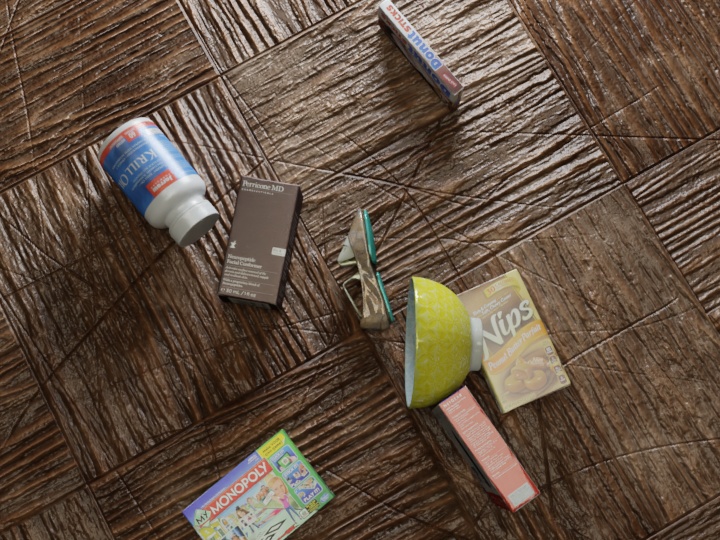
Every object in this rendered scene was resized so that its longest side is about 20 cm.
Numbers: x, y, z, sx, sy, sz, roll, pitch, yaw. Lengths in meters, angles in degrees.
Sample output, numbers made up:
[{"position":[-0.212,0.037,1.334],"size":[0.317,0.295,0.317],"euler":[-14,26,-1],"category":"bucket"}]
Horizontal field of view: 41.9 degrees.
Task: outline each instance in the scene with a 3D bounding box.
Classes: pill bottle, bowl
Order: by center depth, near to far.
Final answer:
[{"position":[0.127,0.111,1.421],"size":[0.107,0.200,0.201],"euler":[2,80,-2],"category":"bowl"},{"position":[-0.321,-0.139,1.516],"size":[0.112,0.112,0.200],"euler":[-41,81,-6],"category":"pill bottle"}]

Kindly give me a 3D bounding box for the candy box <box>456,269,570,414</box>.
[{"position":[0.235,0.113,1.489],"size":[0.115,0.055,0.200],"euler":[-23,80,-2],"category":"candy box"}]

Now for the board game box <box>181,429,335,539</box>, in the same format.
[{"position":[-0.158,0.364,1.465],"size":[0.200,0.029,0.135],"euler":[-39,82,-6],"category":"board game box"}]

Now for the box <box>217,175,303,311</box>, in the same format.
[{"position":[-0.160,-0.043,1.517],"size":[0.100,0.075,0.201],"euler":[9,78,3],"category":"box"}]

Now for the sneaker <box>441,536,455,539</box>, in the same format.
[{"position":[0.099,0.502,1.413],"size":[0.200,0.070,0.108],"euler":[-46,77,0],"category":"sneaker"}]

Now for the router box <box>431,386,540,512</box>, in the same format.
[{"position":[0.180,0.264,1.391],"size":[0.049,0.200,0.180],"euler":[-34,80,-5],"category":"router box"}]

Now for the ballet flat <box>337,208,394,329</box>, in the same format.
[{"position":[0.000,0.000,1.511],"size":[0.067,0.068,0.201],"euler":[-14,78,6],"category":"ballet flat"}]

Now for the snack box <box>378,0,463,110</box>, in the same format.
[{"position":[0.099,-0.360,1.569],"size":[0.024,0.072,0.200],"euler":[-37,81,-7],"category":"snack box"}]
